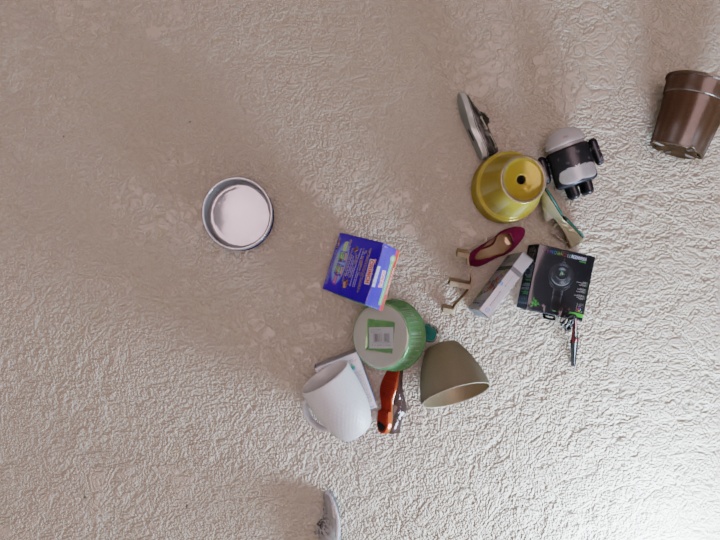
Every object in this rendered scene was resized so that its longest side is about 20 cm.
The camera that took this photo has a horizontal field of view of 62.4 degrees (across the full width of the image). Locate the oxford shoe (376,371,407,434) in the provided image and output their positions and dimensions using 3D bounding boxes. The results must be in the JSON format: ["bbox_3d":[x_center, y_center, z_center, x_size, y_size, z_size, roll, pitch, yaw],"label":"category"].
[{"bbox_3d":[0.099,0.367,1.713,0.071,0.071,0.204,14,85,-31],"label":"oxford shoe"}]

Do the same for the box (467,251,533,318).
[{"bbox_3d":[0.391,0.041,1.676,0.041,0.156,0.201,37,88,0],"label":"box"}]

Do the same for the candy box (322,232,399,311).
[{"bbox_3d":[0.000,0.000,1.635,0.076,0.198,0.172,19,89,-39],"label":"candy box"}]

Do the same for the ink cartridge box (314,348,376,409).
[{"bbox_3d":[-0.038,0.343,1.690,0.134,0.076,0.204,-20,90,-2],"label":"ink cartridge box"}]

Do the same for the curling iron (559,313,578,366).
[{"bbox_3d":[0.604,0.199,1.706,0.049,0.026,0.202,-13,126,11],"label":"curling iron"}]

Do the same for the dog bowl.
[{"bbox_3d":[-0.343,-0.157,1.677,0.196,0.079,0.205,0,89,-3],"label":"dog bowl"}]

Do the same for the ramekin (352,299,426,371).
[{"bbox_3d":[0.074,0.180,1.645,0.196,0.097,0.205,-2,85,27],"label":"ramekin"}]

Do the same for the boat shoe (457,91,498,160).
[{"bbox_3d":[0.340,-0.425,1.724,0.063,0.071,0.203,-24,98,-3],"label":"boat shoe"}]

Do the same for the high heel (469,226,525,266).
[{"bbox_3d":[0.397,-0.069,1.705,0.198,0.096,0.068,-35,87,-3],"label":"high heel"}]

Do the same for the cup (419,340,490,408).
[{"bbox_3d":[0.247,0.283,1.666,0.196,0.201,0.146,-14,63,-3],"label":"cup"}]

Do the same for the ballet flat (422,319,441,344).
[{"bbox_3d":[0.145,0.159,1.701,0.198,0.072,0.073,26,88,26],"label":"ballet flat"}]

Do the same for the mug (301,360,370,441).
[{"bbox_3d":[-0.072,0.365,1.594,0.198,0.148,0.177,-27,99,29],"label":"mug"}]

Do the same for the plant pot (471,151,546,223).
[{"bbox_3d":[0.425,-0.241,1.664,0.196,0.189,0.205,0,89,-2],"label":"plant pot"}]

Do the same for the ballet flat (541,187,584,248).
[{"bbox_3d":[0.571,-0.147,1.730,0.069,0.069,0.201,-42,99,-3],"label":"ballet flat"}]

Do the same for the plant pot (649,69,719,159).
[{"bbox_3d":[0.939,-0.436,1.701,0.197,0.200,0.202,19,97,-3],"label":"plant pot"}]

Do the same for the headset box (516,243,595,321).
[{"bbox_3d":[0.559,0.042,1.716,0.171,0.093,0.204,13,90,-2],"label":"headset box"}]

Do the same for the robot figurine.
[{"bbox_3d":[0.604,-0.308,1.709,0.148,0.124,0.204,-19,91,-33],"label":"robot figurine"}]

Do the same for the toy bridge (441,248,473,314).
[{"bbox_3d":[0.284,0.037,1.696,0.066,0.027,0.204,9,115,-2],"label":"toy bridge"}]

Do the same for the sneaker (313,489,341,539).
[{"bbox_3d":[-0.095,0.728,1.685,0.080,0.075,0.205,-5,90,-5],"label":"sneaker"}]
